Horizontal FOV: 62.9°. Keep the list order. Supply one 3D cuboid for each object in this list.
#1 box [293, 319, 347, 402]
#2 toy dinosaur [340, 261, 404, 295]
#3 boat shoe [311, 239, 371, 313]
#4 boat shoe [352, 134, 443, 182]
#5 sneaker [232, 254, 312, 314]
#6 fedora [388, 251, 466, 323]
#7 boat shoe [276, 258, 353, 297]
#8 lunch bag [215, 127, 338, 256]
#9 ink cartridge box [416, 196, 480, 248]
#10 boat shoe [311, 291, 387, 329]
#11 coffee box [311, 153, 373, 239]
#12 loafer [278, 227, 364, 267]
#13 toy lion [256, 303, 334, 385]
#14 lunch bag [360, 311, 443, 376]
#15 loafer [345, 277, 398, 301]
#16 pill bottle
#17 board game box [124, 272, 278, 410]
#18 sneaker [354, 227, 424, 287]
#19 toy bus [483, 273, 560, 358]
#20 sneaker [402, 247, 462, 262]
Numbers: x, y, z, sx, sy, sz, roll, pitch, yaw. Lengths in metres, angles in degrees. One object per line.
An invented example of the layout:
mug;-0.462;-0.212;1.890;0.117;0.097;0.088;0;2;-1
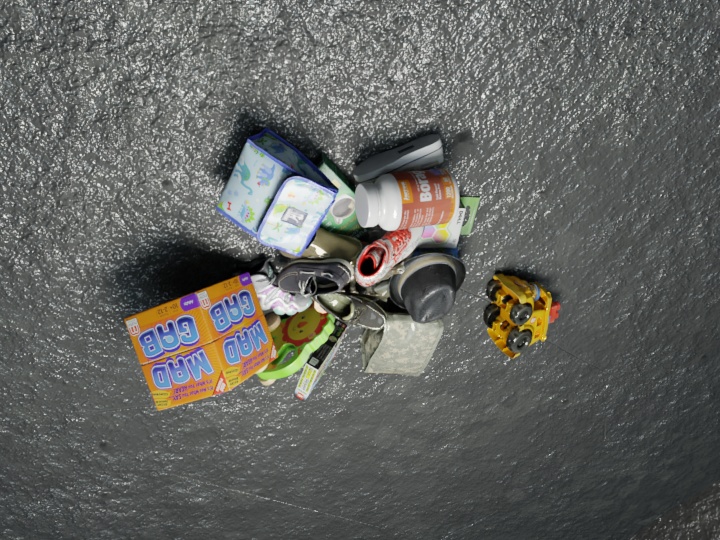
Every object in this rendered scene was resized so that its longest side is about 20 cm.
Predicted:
box;-0.096;0.217;1.442;0.034;0.200;0.112;27;122;6
toy dinosaur;0.000;0.000;1.312;0.195;0.077;0.105;8;89;0
boat shoe;-0.046;0.006;1.370;0.070;0.071;0.200;40;100;-17
boat shoe;0.082;-0.219;1.235;0.196;0.072;0.067;-25;124;-4
sneaker;-0.199;0.024;1.345;0.195;0.079;0.142;3;126;-15
fedora;0.157;0.053;1.341;0.195;0.093;0.203;-4;137;-3
boat shoe;-0.108;0.022;1.252;0.196;0.063;0.074;-9;125;32
lunch bag;-0.160;-0.146;1.161;0.198;0.128;0.171;34;119;-3
ink cartridge box;0.179;-0.110;1.340;0.195;0.060;0.106;0;125;-13
boat shoe;-0.026;0.089;1.330;0.198;0.066;0.073;28;106;-16
coffee box;-0.060;-0.142;1.273;0.122;0.044;0.199;-37;125;18
loafer;-0.085;-0.053;1.263;0.194;0.078;0.068;6;148;4
toy lion;-0.152;0.160;1.388;0.188;0.203;0.069;-14;130;23
lunch bag;0.102;0.168;1.480;0.160;0.120;0.202;7;140;-17
loafer;0.037;0.051;1.418;0.195;0.076;0.071;-14;124;-2
pill bottle;0.092;-0.141;1.190;0.195;0.113;0.114;-9;129;-20
board game box;-0.332;0.145;1.252;0.196;0.199;0.204;-18;94;24
sneaker;0.064;-0.049;1.221;0.067;0.108;0.201;44;85;8
toy bus;0.430;0.097;1.516;0.188;0.136;0.204;-17;127;-16
sneaker;0.166;-0.037;1.396;0.198;0.076;0.106;32;99;-33
